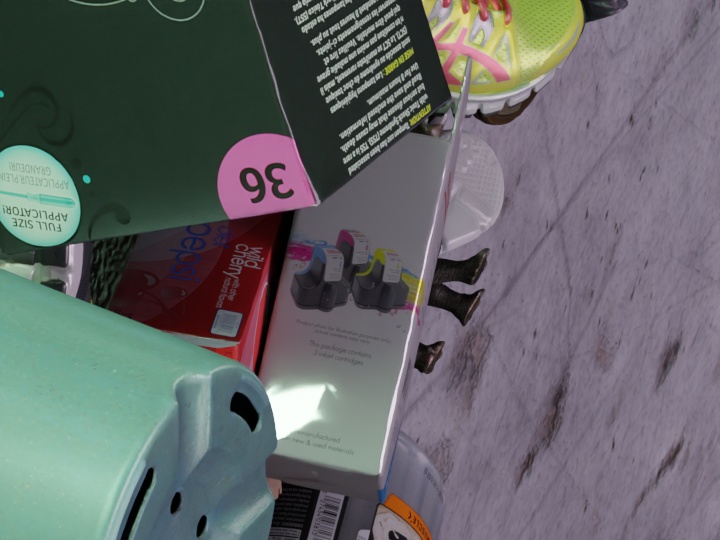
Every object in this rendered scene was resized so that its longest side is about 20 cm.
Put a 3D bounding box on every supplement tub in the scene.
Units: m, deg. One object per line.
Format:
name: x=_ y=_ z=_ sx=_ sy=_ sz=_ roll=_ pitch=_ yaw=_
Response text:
supplement tub: x=-0.031 y=0.180 z=1.495 sx=0.123 sy=0.122 sz=0.200 roll=77 pitch=22 yaw=-50

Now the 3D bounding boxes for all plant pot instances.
plant pot: x=-0.149 y=0.083 z=1.093 sx=0.200 sy=0.196 sz=0.200 roll=-49 pitch=147 yaw=-47

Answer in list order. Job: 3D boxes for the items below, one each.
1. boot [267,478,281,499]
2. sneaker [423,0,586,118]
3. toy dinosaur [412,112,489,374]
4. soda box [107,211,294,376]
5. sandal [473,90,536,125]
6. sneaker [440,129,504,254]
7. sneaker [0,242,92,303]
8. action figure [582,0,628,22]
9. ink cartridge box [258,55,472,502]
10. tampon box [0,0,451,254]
boot: x=-0.110 y=0.075 z=1.374 sx=0.200 sy=0.075 sz=0.107 roll=-21 pitch=107 yaw=-61
sneaker: x=0.029 y=-0.130 z=1.412 sx=0.200 sy=0.078 sz=0.090 roll=-6 pitch=141 yaw=-28
toy dinosaur: x=-0.001 y=0.009 z=1.455 sx=0.200 sy=0.102 sz=0.077 roll=-56 pitch=168 yaw=-8
soda box: x=-0.071 y=0.009 z=1.333 sx=0.200 sy=0.063 sz=0.070 roll=-74 pitch=171 yaw=-61
sandal: x=0.064 y=-0.179 z=1.577 sx=0.082 sy=0.055 sz=0.200 roll=-13 pitch=96 yaw=-51
sneaker: x=-0.012 y=-0.008 z=1.534 sx=0.200 sy=0.082 sz=0.077 roll=-27 pitch=97 yaw=-34
sneaker: x=-0.148 y=0.020 z=1.241 sx=0.085 sy=0.074 sz=0.200 roll=-50 pitch=157 yaw=-58
action figure: x=0.095 y=-0.231 z=1.667 sx=0.130 sy=0.069 sz=0.200 roll=-37 pitch=123 yaw=-48
ink cartridge box: x=0.000 y=0.000 z=1.357 sx=0.115 sy=0.068 sz=0.200 roll=87 pitch=15 yaw=-79
tampon box: x=-0.080 y=-0.126 z=1.111 sx=0.126 sy=0.150 sz=0.200 roll=-40 pitch=116 yaw=-55
